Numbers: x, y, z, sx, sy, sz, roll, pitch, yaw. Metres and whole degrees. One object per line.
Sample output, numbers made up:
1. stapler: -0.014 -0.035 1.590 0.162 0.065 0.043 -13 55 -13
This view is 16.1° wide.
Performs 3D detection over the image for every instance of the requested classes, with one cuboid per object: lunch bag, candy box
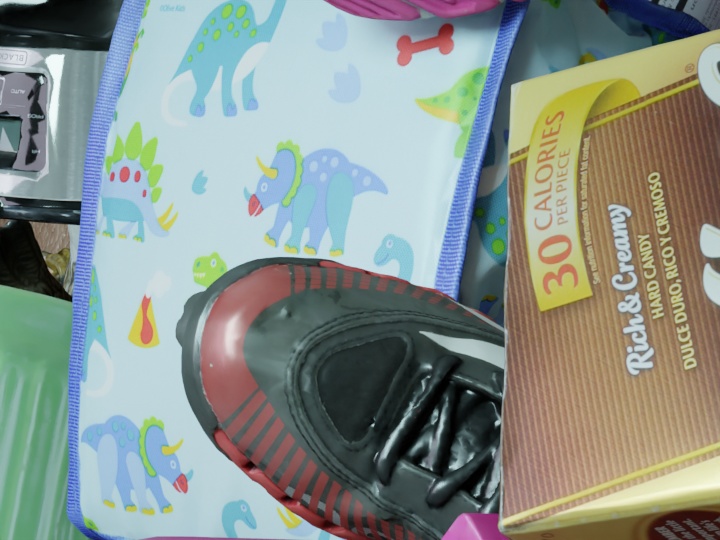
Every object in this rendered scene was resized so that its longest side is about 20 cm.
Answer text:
1. lunch bag: 0.000 0.000 0.780 0.169 0.127 0.201 5 73 43
2. candy box: 0.129 -0.002 0.553 0.199 0.056 0.117 -14 60 30

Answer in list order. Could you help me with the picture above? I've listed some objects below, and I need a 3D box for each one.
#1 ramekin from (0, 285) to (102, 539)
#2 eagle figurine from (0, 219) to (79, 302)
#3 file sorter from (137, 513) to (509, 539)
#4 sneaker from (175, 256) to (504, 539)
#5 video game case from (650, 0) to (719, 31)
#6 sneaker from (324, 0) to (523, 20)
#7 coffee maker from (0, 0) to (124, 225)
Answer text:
1. ramekin: -0.145 0.085 0.892 0.200 0.199 0.098 -36 42 57
2. eagle figurine: -0.098 0.024 1.017 0.152 0.151 0.200 -44 13 4
3. file sorter: -0.033 0.171 0.570 0.200 0.125 0.139 -55 47 28
4. sneaker: 0.047 0.055 0.643 0.071 0.200 0.098 -61 11 -11
5. video game case: 0.104 -0.004 0.784 0.201 0.022 0.183 -66 24 20
6. sneaker: 0.053 -0.152 0.688 0.200 0.081 0.088 -44 32 14
7. coffee maker: -0.065 -0.118 0.898 0.134 0.191 0.202 15 106 56
